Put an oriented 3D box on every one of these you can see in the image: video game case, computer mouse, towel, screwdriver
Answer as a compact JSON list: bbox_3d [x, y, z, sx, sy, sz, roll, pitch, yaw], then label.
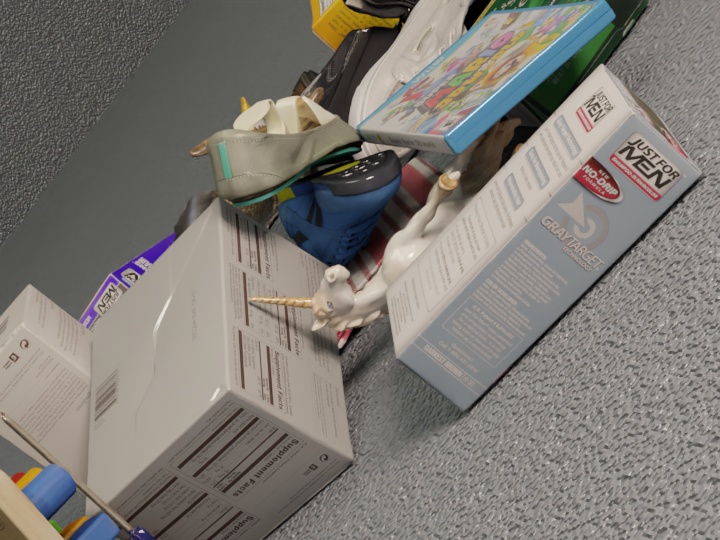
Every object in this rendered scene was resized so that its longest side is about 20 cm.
[{"bbox_3d":[0.081,-0.136,1.126,0.143,0.018,0.200,-41,16,-8],"label":"video game case"},{"bbox_3d":[0.002,-0.166,1.450,0.200,0.138,0.053,-56,49,25],"label":"computer mouse"},{"bbox_3d":[0.000,0.000,1.246,0.200,0.030,0.146,-48,17,4],"label":"towel"},{"bbox_3d":[-0.158,0.157,1.042,0.028,0.200,0.029,-44,2,23],"label":"screwdriver"}]

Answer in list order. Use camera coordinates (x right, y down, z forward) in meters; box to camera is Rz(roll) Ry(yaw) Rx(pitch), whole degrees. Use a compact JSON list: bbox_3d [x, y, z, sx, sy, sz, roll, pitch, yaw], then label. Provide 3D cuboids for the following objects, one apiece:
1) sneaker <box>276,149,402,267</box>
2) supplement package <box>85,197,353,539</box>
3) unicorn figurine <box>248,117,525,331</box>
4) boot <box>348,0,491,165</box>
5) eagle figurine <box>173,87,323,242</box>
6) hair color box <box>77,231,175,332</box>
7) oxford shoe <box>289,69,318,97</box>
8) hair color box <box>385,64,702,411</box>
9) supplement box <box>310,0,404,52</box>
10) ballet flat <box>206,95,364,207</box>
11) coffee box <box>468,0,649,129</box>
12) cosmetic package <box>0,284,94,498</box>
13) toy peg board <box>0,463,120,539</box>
[{"bbox_3d":[-0.007,-0.040,1.191,0.066,0.079,0.200,-21,4,-18],"label":"sneaker"},{"bbox_3d":[-0.102,0.082,1.128,0.156,0.111,0.200,-43,32,25],"label":"supplement package"},{"bbox_3d":[0.042,-0.024,1.086,0.200,0.074,0.137,-28,-16,-43],"label":"unicorn figurine"},{"bbox_3d":[0.063,-0.172,1.353,0.095,0.073,0.201,-16,43,55],"label":"boot"},{"bbox_3d":[-0.077,-0.078,1.389,0.200,0.151,0.152,112,167,-61],"label":"eagle figurine"},{"bbox_3d":[-0.193,0.033,1.481,0.109,0.065,0.200,-54,-2,22],"label":"hair color box"},{"bbox_3d":[-0.047,-0.147,1.590,0.085,0.073,0.200,-55,5,-3],"label":"oxford shoe"},{"bbox_3d":[0.104,-0.020,0.966,0.200,0.061,0.099,-47,18,16],"label":"hair color box"},{"bbox_3d":[0.057,-0.278,1.514,0.200,0.109,0.109,-45,18,16],"label":"supplement box"},{"bbox_3d":[-0.051,-0.098,1.177,0.067,0.064,0.200,-15,8,25],"label":"ballet flat"},{"bbox_3d":[0.127,-0.167,1.225,0.123,0.044,0.200,-53,18,-5],"label":"coffee box"},{"bbox_3d":[-0.203,0.112,1.234,0.085,0.200,0.108,-47,16,5],"label":"cosmetic package"},{"bbox_3d":[-0.190,0.206,1.052,0.199,0.200,0.098,-31,12,48],"label":"toy peg board"}]
